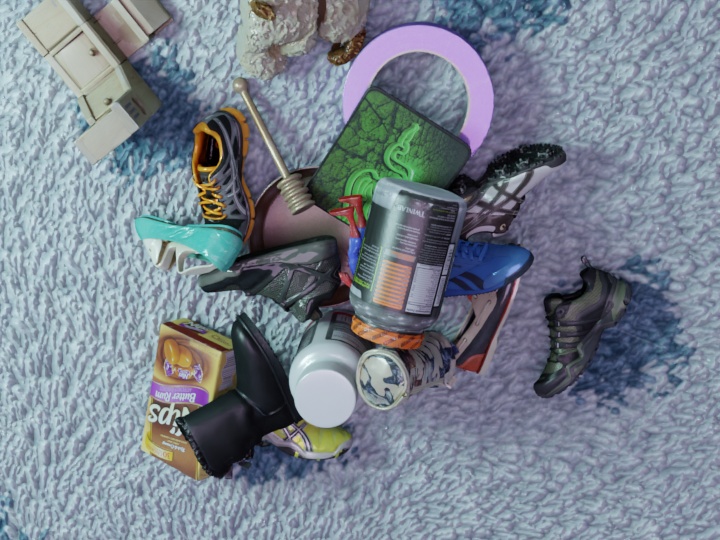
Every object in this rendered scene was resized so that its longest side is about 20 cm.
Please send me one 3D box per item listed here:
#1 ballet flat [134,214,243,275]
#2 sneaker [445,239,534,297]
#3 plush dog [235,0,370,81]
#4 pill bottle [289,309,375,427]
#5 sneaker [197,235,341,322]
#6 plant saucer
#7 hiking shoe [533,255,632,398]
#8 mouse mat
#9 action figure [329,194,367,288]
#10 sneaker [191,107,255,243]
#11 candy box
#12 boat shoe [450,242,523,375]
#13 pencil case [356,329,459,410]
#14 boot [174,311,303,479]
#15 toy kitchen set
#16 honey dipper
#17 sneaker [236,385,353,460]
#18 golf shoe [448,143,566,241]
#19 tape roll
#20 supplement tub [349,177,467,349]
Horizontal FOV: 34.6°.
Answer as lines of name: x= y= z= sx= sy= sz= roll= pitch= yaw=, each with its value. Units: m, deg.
ballet flat: x=-0.244 y=-0.031 z=1.557 sx=0.199 sy=0.067 sz=0.071 roll=8 pitch=69 yaw=38
sneaker: x=0.134 y=-0.013 z=1.549 sx=0.199 sy=0.066 sz=0.079 roll=-10 pitch=120 yaw=39
plush dog: x=-0.069 y=-0.346 z=1.478 sx=0.170 sy=0.160 sz=0.202 roll=-10 pitch=106 yaw=-18
pill bottle: x=-0.038 y=0.135 z=1.571 sx=0.110 sy=0.200 sz=0.112 roll=1 pitch=107 yaw=4
sneaker: x=-0.119 y=0.026 z=1.576 sx=0.198 sy=0.076 sz=0.115 roll=-12 pitch=99 yaw=1
plant saucer: x=-0.056 y=-0.048 z=1.607 sx=0.198 sy=0.035 sz=0.202 roll=1 pitch=105 yaw=3
hiking shoe: x=0.287 y=0.081 z=1.610 sx=0.100 sy=0.076 sz=0.201 roll=34 pitch=96 yaw=2
mouse mat: x=0.033 y=-0.128 z=1.527 sx=0.160 sy=0.008 sz=0.200 roll=31 pitch=124 yaw=-6
action figure: x=0.000 y=0.000 z=1.564 sx=0.051 sy=0.066 sz=0.201 roll=-9 pitch=114 yaw=17
sneaker: x=-0.195 y=-0.117 z=1.564 sx=0.078 sy=0.077 sz=0.202 roll=3 pitch=103 yaw=28
candy box: x=-0.241 y=0.183 z=1.648 sx=0.116 sy=0.056 sz=0.202 roll=21 pitch=110 yaw=30
boat shoe: x=0.174 y=0.050 z=1.605 sx=0.062 sy=0.071 sz=0.201 roll=18 pitch=110 yaw=1
pencil case: x=0.064 y=0.131 z=1.529 sx=0.089 sy=0.200 sz=0.078 roll=34 pitch=108 yaw=18
boot: x=-0.175 y=0.175 z=1.568 sx=0.162 sy=0.073 sz=0.199 roll=-31 pitch=119 yaw=-10
toy kitchen set: x=-0.328 y=-0.280 z=1.481 sx=0.163 sy=0.181 sz=0.200 roll=-36 pitch=105 yaw=11
honey dipper: x=-0.120 y=-0.171 z=1.555 sx=0.038 sy=0.038 sz=0.201 roll=-27 pitch=84 yaw=11
sneaker: x=-0.103 y=0.212 z=1.662 sx=0.199 sy=0.075 sz=0.077 roll=18 pitch=108 yaw=-3
golf shoe: x=0.194 y=-0.101 z=1.561 sx=0.199 sy=0.078 sz=0.095 roll=-24 pitch=111 yaw=18
tape roll: x=0.077 y=-0.225 z=1.532 sx=0.198 sy=0.066 sz=0.202 roll=1 pitch=107 yaw=3
supplement tub: x=0.056 y=-0.009 z=1.483 sx=0.122 sy=0.123 sz=0.202 roll=14 pitch=101 yaw=-1
